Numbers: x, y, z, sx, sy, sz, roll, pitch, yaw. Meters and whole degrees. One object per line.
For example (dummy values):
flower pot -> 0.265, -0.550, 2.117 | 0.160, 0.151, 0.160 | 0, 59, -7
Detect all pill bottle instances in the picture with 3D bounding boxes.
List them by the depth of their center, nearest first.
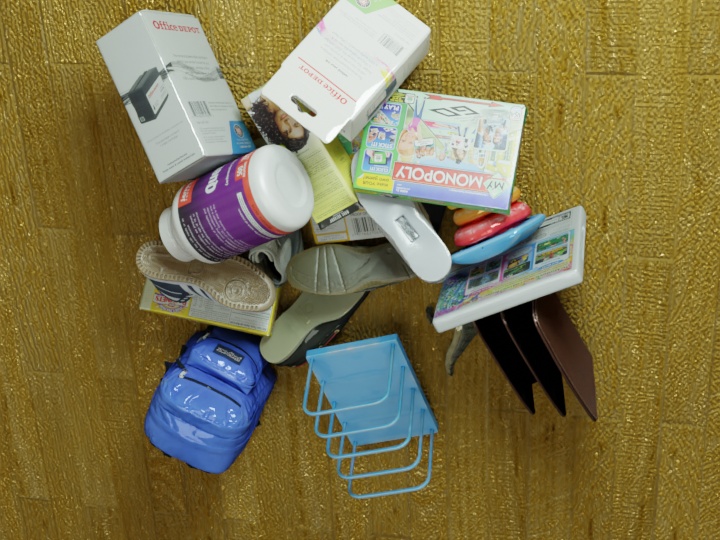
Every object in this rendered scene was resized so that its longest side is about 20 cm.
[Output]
pill bottle -> -0.164, -0.078, 1.521 | 0.199, 0.113, 0.113 | -21, 109, 32

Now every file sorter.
file sorter -> 0.014, 0.213, 1.678 | 0.137, 0.123, 0.201 | -11, 130, 17

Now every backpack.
backpack -> -0.221, 0.179, 1.709 | 0.161, 0.200, 0.169 | 22, 118, 4

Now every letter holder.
letter holder -> 0.230, 0.110, 1.567 | 0.100, 0.143, 0.201 | -23, 122, 20

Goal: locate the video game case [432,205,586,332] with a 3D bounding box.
video game case -> 0.195, -0.003, 1.526 | 0.199, 0.182, 0.024 | -21, 113, 22

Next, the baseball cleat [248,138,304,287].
baseball cleat -> -0.121, -0.076, 1.616 | 0.069, 0.107, 0.202 | -7, 111, 22

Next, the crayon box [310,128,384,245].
crayon box -> -0.018, -0.142, 1.583 | 0.125, 0.052, 0.202 | -5, 111, 21

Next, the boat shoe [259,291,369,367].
boat shoe -> -0.056, 0.064, 1.695 | 0.201, 0.063, 0.074 | -43, 59, 15

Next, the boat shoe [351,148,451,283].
boat shoe -> 0.054, -0.070, 1.525 | 0.071, 0.070, 0.201 | -35, 81, -1

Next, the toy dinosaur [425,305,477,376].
toy dinosaur -> 0.141, 0.065, 1.653 | 0.088, 0.048, 0.201 | 28, 122, -8

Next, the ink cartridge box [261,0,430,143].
ink cartridge box -> -0.018, -0.246, 1.456 | 0.117, 0.067, 0.200 | 38, 76, 10

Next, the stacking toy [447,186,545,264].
stacking toy -> 0.143, -0.119, 1.517 | 0.115, 0.110, 0.201 | -24, 92, 33

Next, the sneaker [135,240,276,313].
sneaker -> -0.209, 0.017, 1.642 | 0.198, 0.109, 0.071 | 18, 75, 4

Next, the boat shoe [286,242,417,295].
boat shoe -> 0.000, -0.001, 1.618 | 0.199, 0.066, 0.073 | -8, 79, 8

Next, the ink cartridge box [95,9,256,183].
ink cartridge box -> -0.234, -0.223, 1.522 | 0.083, 0.145, 0.201 | -26, 87, 24

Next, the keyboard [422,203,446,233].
keyboard -> 0.111, -0.116, 1.588 | 0.126, 0.021, 0.202 | 21, 119, 10

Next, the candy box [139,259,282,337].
candy box -> -0.213, 0.027, 1.706 | 0.198, 0.026, 0.103 | 12, 83, 9

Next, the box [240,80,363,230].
box -> -0.069, -0.158, 1.535 | 0.075, 0.050, 0.201 | -27, 102, 28

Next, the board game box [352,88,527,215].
board game box -> 0.099, -0.151, 1.474 | 0.198, 0.029, 0.136 | 9, 81, 13
